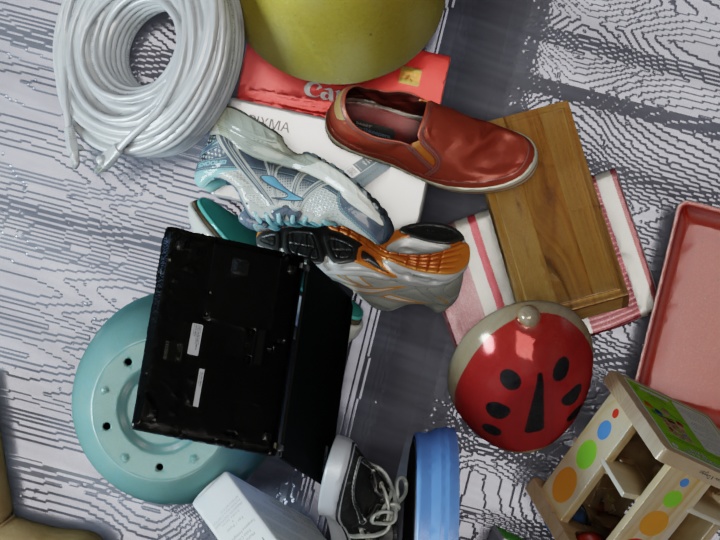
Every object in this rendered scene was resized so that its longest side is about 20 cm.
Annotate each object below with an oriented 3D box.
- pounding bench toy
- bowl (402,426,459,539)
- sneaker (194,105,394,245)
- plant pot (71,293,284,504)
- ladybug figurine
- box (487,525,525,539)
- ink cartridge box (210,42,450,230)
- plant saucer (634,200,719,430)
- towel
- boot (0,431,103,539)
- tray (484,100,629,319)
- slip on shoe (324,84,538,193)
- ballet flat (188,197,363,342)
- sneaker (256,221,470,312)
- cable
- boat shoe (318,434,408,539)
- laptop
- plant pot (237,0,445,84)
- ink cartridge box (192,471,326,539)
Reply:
[{"bbox_3d":[0.276,0.216,1.641,0.199,0.124,0.157,24,110,-28],"label":"pounding bench toy"},{"bbox_3d":[0.061,0.240,1.627,0.039,0.201,0.203,3,90,-1],"label":"bowl"},{"bbox_3d":[-0.061,-0.064,1.638,0.199,0.078,0.087,30,87,19],"label":"sneaker"},{"bbox_3d":[-0.171,0.120,1.650,0.198,0.161,0.203,0,90,0],"label":"plant pot"},{"bbox_3d":[0.147,0.101,1.632,0.134,0.201,0.072,-12,55,-3],"label":"ladybug figurine"},{"bbox_3d":[0.178,0.361,1.681,0.199,0.097,0.178,26,88,-1],"label":"box"},{"bbox_3d":[-0.026,-0.136,1.706,0.198,0.045,0.178,12,91,0],"label":"ink cartridge box"},{"bbox_3d":[0.365,0.054,1.701,0.198,0.037,0.202,14,91,-2],"label":"plant saucer"},{"bbox_3d":[0.169,0.002,1.716,0.198,0.023,0.145,-19,88,-1],"label":"towel"},{"bbox_3d":[-0.336,0.193,1.700,0.173,0.066,0.202,-12,89,0],"label":"boot"},{"bbox_3d":[0.171,-0.051,1.671,0.098,0.037,0.202,-15,69,1],"label":"tray"},{"bbox_3d":[0.065,-0.121,1.652,0.198,0.061,0.075,16,67,1],"label":"slip on shoe"},{"bbox_3d":[-0.091,0.013,1.702,0.199,0.069,0.070,35,91,0],"label":"ballet flat"},{"bbox_3d":[0.000,0.000,1.674,0.198,0.092,0.076,11,51,9],"label":"sneaker"},{"bbox_3d":[-0.192,-0.201,1.655,0.199,0.069,0.202,-24,71,27],"label":"cable"},{"bbox_3d":[0.005,0.208,1.631,0.067,0.200,0.074,11,60,11],"label":"boat shoe"},{"bbox_3d":[-0.097,0.078,1.585,0.198,0.103,0.179,12,72,-14],"label":"laptop"},{"bbox_3d":[-0.021,-0.288,1.620,0.198,0.142,0.202,0,65,1],"label":"plant pot"},{"bbox_3d":[-0.046,0.278,1.597,0.047,0.160,0.200,-43,53,5],"label":"ink cartridge box"}]
